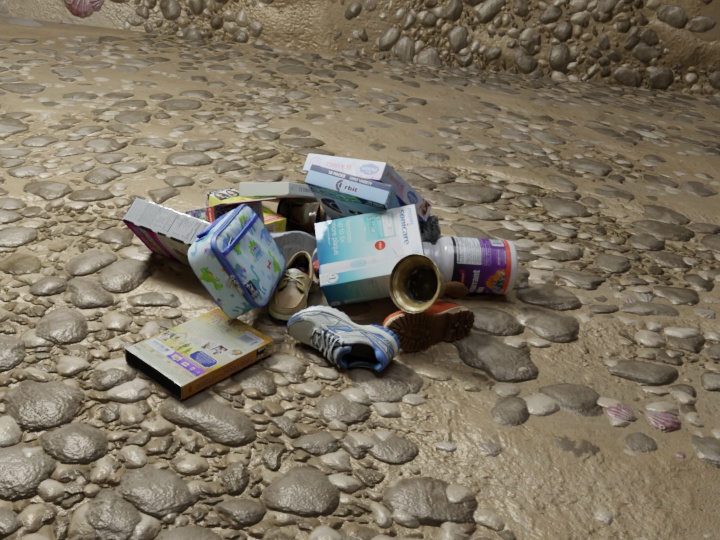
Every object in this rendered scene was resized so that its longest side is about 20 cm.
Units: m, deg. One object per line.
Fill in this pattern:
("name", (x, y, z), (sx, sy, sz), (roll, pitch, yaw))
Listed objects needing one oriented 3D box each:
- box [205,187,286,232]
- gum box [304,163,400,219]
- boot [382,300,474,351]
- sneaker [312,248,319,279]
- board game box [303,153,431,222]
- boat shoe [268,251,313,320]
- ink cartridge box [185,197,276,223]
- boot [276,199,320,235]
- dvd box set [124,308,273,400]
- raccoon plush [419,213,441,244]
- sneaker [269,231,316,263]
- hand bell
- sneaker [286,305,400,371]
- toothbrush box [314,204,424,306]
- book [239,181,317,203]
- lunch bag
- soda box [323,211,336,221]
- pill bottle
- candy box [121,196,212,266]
("box", (-0.258, -0.124, 1.852), (0.075, 0.050, 0.200), (-18, 37, -42))
("gum box", (-0.005, -0.137, 1.673), (0.169, 0.045, 0.200), (18, -13, 15))
("boot", (0.102, 0.089, 1.518), (0.200, 0.075, 0.107), (-4, 25, -39))
("sneaker", (0.000, 0.000, 1.665), (0.199, 0.075, 0.085), (2, 33, 2))
("board game box", (0.016, -0.169, 1.707), (0.199, 0.041, 0.200), (12, -14, 37))
("boat shoe", (-0.130, 0.026, 1.576), (0.074, 0.067, 0.200), (7, 27, 0))
("ink cartridge box", (-0.252, -0.106, 1.623), (0.109, 0.051, 0.200), (-10, 5, -34))
("boot", (-0.137, -0.117, 1.820), (0.097, 0.075, 0.200), (4, 5, -5))
("dvd box set", (-0.264, 0.133, 1.375), (0.146, 0.029, 0.200), (25, 33, 32))
("raccoon plush", (0.085, -0.098, 1.783), (0.199, 0.097, 0.134), (15, -2, 4))
("sneaker", (-0.179, -0.060, 1.723), (0.199, 0.078, 0.112), (9, 12, -23))
("hand bell", (0.148, 0.032, 1.507), (0.104, 0.104, 0.200), (27, 10, 34))
("sneaker", (-0.036, 0.120, 1.414), (0.199, 0.077, 0.085), (12, 32, 10))
("toothbrush box", (0.022, -0.027, 1.575), (0.199, 0.085, 0.147), (-9, 58, 5))
("book", (-0.160, -0.179, 1.875), (0.133, 0.048, 0.200), (2, 2, 30))
("lunch bag", (-0.216, -0.020, 1.475), (0.082, 0.161, 0.200), (-27, 15, 22))
("soda box", (-0.040, -0.091, 1.823), (0.063, 0.069, 0.200), (4, 28, -9))
("pill bottle", (0.208, -0.011, 1.687), (0.199, 0.112, 0.112), (3, 27, -7))
("candy box", (-0.344, -0.061, 1.612), (0.200, 0.136, 0.061), (20, 70, 22))
